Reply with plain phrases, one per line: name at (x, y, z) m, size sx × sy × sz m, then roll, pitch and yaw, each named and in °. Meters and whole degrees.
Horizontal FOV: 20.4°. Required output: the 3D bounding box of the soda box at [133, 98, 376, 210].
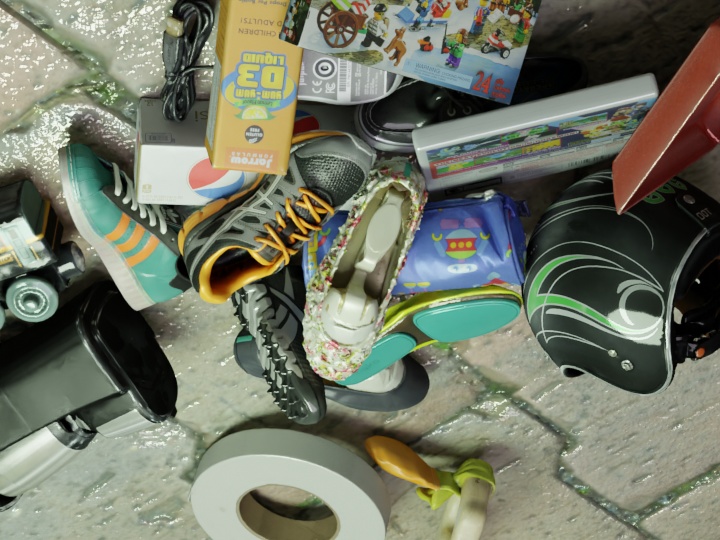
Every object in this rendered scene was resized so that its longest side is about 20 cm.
soda box at (-0.090, -0.098, 1.698) m, size 0.200 × 0.064 × 0.068 m, roll 2°, pitch 134°, yaw -9°

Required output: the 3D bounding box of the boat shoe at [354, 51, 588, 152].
boat shoe at (0.094, -0.144, 1.657) m, size 0.200 × 0.070 × 0.066 m, roll -7°, pitch 171°, yaw -4°

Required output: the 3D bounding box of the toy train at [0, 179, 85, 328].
toy train at (-0.344, -0.004, 1.749) m, size 0.200 × 0.085 × 0.114 m, roll -17°, pitch 122°, yaw 11°

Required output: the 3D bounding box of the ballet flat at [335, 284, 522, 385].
ballet flat at (0.050, 0.039, 1.794) m, size 0.200 × 0.067 × 0.067 m, roll -24°, pitch 142°, yaw 24°

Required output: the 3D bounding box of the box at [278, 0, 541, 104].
box at (0.047, -0.218, 1.550) m, size 0.200 × 0.038 × 0.137 m, roll 11°, pitch 101°, yaw -31°

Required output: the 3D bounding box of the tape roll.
tape roll at (-0.070, 0.234, 2.005) m, size 0.202 × 0.037 × 0.203 m, roll 8°, pitch 138°, yaw 8°

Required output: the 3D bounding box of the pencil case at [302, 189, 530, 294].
pencil case at (0.047, -0.022, 1.732) m, size 0.200 × 0.078 × 0.087 m, roll -5°, pitch 107°, yaw 9°

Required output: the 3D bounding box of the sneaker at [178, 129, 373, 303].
sneaker at (-0.066, -0.041, 1.659) m, size 0.200 × 0.077 × 0.078 m, roll -37°, pitch 127°, yaw 25°

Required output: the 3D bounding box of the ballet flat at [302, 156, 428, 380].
ballet flat at (0.000, 0.000, 1.668) m, size 0.076 × 0.064 × 0.200 m, roll 17°, pitch 98°, yaw -5°

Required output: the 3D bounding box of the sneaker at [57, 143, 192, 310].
sneaker at (-0.196, -0.047, 1.734) m, size 0.080 × 0.071 × 0.200 m, roll -19°, pitch 140°, yaw 7°

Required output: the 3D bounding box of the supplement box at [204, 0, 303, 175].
supplement box at (-0.078, -0.178, 1.571) m, size 0.066 × 0.069 × 0.200 m, roll 3°, pitch 112°, yaw -11°

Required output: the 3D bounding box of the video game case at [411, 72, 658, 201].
video game case at (0.147, -0.110, 1.678) m, size 0.200 × 0.023 × 0.182 m, roll -13°, pitch 168°, yaw 3°

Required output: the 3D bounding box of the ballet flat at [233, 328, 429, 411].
ballet flat at (-0.020, 0.088, 1.877) m, size 0.200 × 0.073 × 0.073 m, roll 13°, pitch 131°, yaw -17°

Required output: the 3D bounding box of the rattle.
rattle at (0.054, 0.274, 2.041) m, size 0.143 × 0.130 × 0.200 m, roll 5°, pitch 137°, yaw -17°

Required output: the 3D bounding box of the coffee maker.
coffee maker at (-0.295, 0.099, 1.812) m, size 0.200 × 0.135 × 0.192 m, roll -31°, pitch 130°, yaw 20°

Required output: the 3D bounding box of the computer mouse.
computer mouse at (-0.064, -0.172, 1.642) m, size 0.200 × 0.044 × 0.110 m, roll 1°, pitch 121°, yaw -5°

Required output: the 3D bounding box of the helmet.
helmet at (0.234, 0.008, 1.757) m, size 0.200 × 0.191 × 0.200 m, roll -20°, pitch 118°, yaw -42°

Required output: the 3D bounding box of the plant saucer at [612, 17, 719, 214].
plant saucer at (0.291, -0.154, 1.642) m, size 0.037 × 0.200 × 0.200 m, roll 43°, pitch 128°, yaw 13°

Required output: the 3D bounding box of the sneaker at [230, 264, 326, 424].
sneaker at (-0.051, 0.055, 1.770) m, size 0.090 × 0.200 × 0.067 m, roll -12°, pitch 130°, yaw -15°
